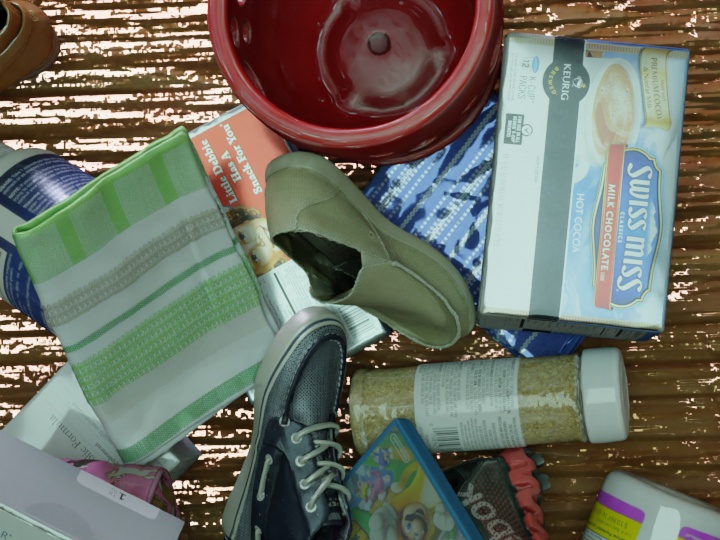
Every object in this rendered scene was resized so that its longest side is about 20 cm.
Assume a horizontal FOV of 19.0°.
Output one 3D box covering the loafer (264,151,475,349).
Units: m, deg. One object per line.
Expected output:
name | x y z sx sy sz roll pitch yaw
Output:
loafer | 0.000 0.000 1.501 0.200 0.076 0.069 40 53 -26

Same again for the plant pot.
plant pot | 0.005 -0.169 1.523 0.199 0.182 0.202 -1 82 8

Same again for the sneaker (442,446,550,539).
sneaker | 0.096 0.207 1.515 0.097 0.201 0.071 -4 130 -8

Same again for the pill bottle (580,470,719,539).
pill bottle | 0.191 0.253 1.543 0.104 0.104 0.201 22 90 5

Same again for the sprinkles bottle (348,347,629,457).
sprinkles bottle | 0.094 0.097 1.561 0.199 0.068 0.069 -5 88 12

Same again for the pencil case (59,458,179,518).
pencil case | -0.226 0.173 1.475 0.199 0.087 0.083 2 103 9

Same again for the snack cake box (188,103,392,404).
snack cake box | -0.073 -0.015 1.589 0.115 0.067 0.201 -27 87 4

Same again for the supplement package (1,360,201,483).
supplement package | -0.229 0.170 1.574 0.114 0.110 0.200 44 92 5

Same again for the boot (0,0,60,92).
boot | -0.314 -0.134 1.566 0.199 0.155 0.077 -26 87 3

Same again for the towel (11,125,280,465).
towel | -0.138 0.021 1.471 0.149 0.031 0.201 -35 122 -21

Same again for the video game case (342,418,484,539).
video game case | 0.005 0.224 1.531 0.200 0.018 0.143 -50 54 26

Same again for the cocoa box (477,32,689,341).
cocoa box | 0.157 -0.055 1.521 0.130 0.133 0.201 6 86 3

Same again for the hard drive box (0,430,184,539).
hard drive box | -0.228 0.224 1.407 0.155 0.077 0.201 28 117 -3

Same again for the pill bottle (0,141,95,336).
pill bottle | -0.222 -0.021 1.557 0.200 0.111 0.111 31 91 28

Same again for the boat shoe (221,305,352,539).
boat shoe | -0.032 0.132 1.517 0.093 0.074 0.201 38 122 42

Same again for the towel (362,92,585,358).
towel | 0.107 -0.035 1.598 0.200 0.024 0.145 39 91 5
